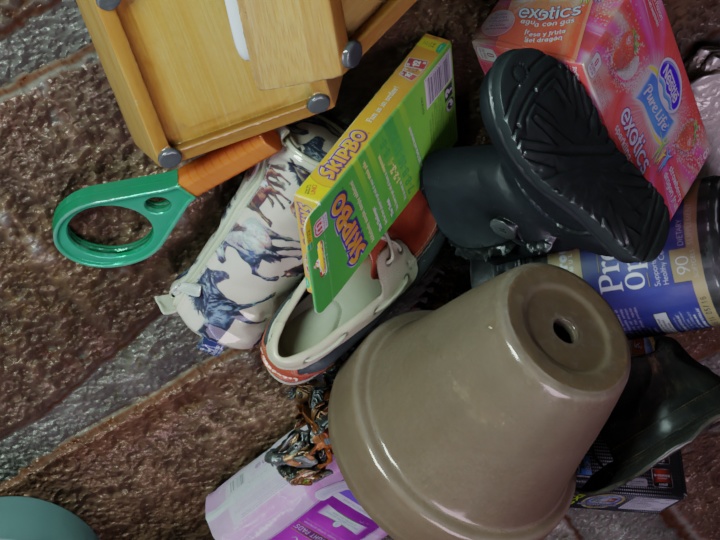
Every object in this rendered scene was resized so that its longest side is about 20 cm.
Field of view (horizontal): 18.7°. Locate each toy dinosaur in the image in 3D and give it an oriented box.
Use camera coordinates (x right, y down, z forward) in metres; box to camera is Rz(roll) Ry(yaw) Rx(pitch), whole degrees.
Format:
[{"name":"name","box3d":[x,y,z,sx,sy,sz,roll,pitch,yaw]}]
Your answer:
[{"name":"toy dinosaur","box3d":[-0.006,0.073,1.699,0.136,0.102,0.201,43,72,-32]}]

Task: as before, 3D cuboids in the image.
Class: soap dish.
[{"name":"soap dish","box3d":[-0.102,-0.167,1.445,0.156,0.082,0.201,-19,137,0]},{"name":"soap dish","box3d":[-0.004,-0.224,1.336,0.200,0.081,0.158,-47,143,-34]}]

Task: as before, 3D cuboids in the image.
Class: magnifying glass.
[{"name":"magnifying glass","box3d":[-0.138,-0.053,1.554,0.199,0.023,0.079,-28,138,29]}]

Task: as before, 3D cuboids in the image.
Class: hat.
[{"name":"hat","box3d":[0.225,0.096,1.634,0.199,0.081,0.201,-27,175,-3]}]

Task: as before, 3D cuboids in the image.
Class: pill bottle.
[{"name":"pill bottle","box3d":[0.190,-0.001,1.653,0.198,0.113,0.112,-10,140,22]}]

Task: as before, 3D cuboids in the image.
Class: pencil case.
[{"name":"pencil case","box3d":[-0.070,-0.030,1.593,0.089,0.078,0.201,-1,136,-40]}]

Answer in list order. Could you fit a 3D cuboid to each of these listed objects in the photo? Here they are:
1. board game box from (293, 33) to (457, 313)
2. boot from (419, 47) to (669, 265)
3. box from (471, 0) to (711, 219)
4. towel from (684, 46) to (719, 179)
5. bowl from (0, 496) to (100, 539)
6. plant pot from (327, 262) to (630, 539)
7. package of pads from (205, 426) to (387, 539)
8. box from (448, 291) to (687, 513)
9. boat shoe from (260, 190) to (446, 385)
[{"name":"board game box","box3d":[0.010,-0.068,1.526,0.030,0.200,0.096,18,141,22]},{"name":"boot","box3d":[0.098,-0.070,1.508,0.167,0.077,0.200,0,145,46]},{"name":"box","box3d":[0.168,-0.122,1.545,0.103,0.094,0.201,-56,142,-25]},{"name":"towel","box3d":[0.279,-0.085,1.690,0.131,0.035,0.201,3,132,-20]},{"name":"bowl","box3d":[-0.278,0.262,1.769,0.199,0.105,0.202,2,123,3]},{"name":"plant pot","box3d":[0.102,0.087,1.559,0.199,0.202,0.175,13,140,-29]},{"name":"package of pads","box3d":[-0.020,0.179,1.819,0.200,0.076,0.120,-38,130,19]},{"name":"box","box3d":[0.158,0.106,1.746,0.198,0.162,0.044,7,155,-24]},{"name":"boat shoe","box3d":[0.000,0.000,1.601,0.200,0.071,0.063,-48,170,-12]}]
